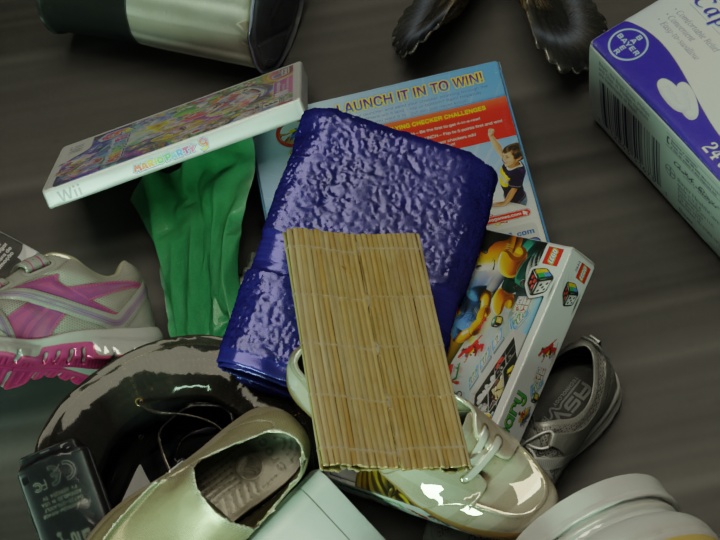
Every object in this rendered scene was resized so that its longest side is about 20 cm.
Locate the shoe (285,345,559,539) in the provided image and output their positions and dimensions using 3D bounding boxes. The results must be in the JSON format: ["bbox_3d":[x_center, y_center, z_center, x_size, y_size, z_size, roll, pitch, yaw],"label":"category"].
[{"bbox_3d":[0.037,0.106,1.423,0.200,0.053,0.070,30,73,9],"label":"shoe"}]

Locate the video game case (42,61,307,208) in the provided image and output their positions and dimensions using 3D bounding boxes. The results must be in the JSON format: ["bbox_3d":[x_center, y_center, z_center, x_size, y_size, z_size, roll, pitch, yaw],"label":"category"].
[{"bbox_3d":[-0.135,-0.103,1.675,0.199,0.018,0.143,-20,16,4],"label":"video game case"}]

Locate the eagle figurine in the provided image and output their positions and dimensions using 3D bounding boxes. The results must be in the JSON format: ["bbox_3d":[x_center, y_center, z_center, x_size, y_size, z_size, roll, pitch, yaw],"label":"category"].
[{"bbox_3d":[0.112,-0.249,1.750,0.152,0.151,0.201,0,84,56],"label":"eagle figurine"}]

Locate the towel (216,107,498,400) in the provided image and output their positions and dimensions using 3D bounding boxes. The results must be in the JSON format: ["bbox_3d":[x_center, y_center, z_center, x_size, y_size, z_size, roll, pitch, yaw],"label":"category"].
[{"bbox_3d":[0.000,0.000,1.513,0.147,0.050,0.201,18,72,-1],"label":"towel"}]

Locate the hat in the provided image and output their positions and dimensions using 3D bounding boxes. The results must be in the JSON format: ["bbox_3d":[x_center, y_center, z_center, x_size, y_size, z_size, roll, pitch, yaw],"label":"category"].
[{"bbox_3d":[-0.123,0.143,1.534,0.200,0.081,0.201,0,81,0],"label":"hat"}]

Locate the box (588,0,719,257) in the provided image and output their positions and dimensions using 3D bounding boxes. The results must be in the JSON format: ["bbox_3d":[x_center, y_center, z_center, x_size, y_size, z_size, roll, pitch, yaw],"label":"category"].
[{"bbox_3d":[0.299,-0.131,1.638,0.200,0.105,0.184,-31,59,-12],"label":"box"}]

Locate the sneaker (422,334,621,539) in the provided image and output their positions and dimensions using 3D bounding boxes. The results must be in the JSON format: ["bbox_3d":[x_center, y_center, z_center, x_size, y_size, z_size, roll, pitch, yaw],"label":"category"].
[{"bbox_3d":[0.104,0.122,1.518,0.075,0.082,0.200,26,65,23],"label":"sneaker"}]

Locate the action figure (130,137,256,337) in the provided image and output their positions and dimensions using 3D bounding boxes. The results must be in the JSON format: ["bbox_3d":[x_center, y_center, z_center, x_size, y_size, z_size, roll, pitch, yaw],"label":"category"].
[{"bbox_3d":[-0.109,0.002,1.629,0.118,0.055,0.200,-32,47,27],"label":"action figure"}]

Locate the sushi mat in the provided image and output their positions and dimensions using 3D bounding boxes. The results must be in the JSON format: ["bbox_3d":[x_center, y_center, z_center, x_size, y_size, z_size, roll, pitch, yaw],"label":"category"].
[{"bbox_3d":[0.008,0.049,1.414,0.095,0.012,0.200,4,46,-17],"label":"sushi mat"}]

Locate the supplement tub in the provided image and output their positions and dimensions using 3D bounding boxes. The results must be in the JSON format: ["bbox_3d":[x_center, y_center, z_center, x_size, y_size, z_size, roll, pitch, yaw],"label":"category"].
[{"bbox_3d":[0.187,0.242,1.391,0.145,0.146,0.200,-27,57,-8],"label":"supplement tub"}]

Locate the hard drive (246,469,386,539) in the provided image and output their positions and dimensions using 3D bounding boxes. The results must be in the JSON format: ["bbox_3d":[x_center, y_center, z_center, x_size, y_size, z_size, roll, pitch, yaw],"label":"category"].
[{"bbox_3d":[-0.053,0.246,1.458,0.200,0.027,0.132,-44,97,-19],"label":"hard drive"}]

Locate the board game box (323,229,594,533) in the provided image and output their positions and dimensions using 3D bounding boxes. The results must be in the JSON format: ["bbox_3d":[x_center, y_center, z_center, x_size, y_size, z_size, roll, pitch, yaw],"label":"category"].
[{"bbox_3d":[0.066,0.068,1.513,0.126,0.035,0.200,13,74,43],"label":"board game box"}]

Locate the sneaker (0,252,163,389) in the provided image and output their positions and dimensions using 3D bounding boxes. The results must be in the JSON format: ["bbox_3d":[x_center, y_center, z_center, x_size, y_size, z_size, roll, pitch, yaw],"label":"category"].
[{"bbox_3d":[-0.236,0.033,1.592,0.199,0.081,0.088,2,66,-29],"label":"sneaker"}]

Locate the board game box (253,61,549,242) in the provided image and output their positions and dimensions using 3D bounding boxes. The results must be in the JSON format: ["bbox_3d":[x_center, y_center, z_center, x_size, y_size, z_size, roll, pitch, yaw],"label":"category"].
[{"bbox_3d":[0.029,-0.043,1.652,0.199,0.056,0.196,-12,56,1],"label":"board game box"}]

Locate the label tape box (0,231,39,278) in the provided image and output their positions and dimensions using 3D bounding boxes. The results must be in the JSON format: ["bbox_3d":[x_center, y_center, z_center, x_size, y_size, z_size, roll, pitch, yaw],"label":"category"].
[{"bbox_3d":[-0.350,0.014,1.670,0.200,0.066,0.143,27,65,22],"label":"label tape box"}]

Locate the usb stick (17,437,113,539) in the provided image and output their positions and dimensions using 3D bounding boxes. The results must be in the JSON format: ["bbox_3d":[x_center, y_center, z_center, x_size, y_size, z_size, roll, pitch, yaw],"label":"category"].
[{"bbox_3d":[-0.171,0.210,1.469,0.055,0.033,0.201,-22,83,8],"label":"usb stick"}]

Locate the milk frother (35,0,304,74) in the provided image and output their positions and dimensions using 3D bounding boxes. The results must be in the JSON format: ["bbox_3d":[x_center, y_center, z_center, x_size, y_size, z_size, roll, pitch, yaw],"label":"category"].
[{"bbox_3d":[-0.144,-0.277,1.747,0.188,0.200,0.181,12,56,15],"label":"milk frother"}]

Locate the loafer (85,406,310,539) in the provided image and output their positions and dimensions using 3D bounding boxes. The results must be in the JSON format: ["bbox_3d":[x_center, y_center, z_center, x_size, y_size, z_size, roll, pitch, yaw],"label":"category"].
[{"bbox_3d":[-0.110,0.159,1.438,0.076,0.068,0.200,46,73,-3],"label":"loafer"}]
